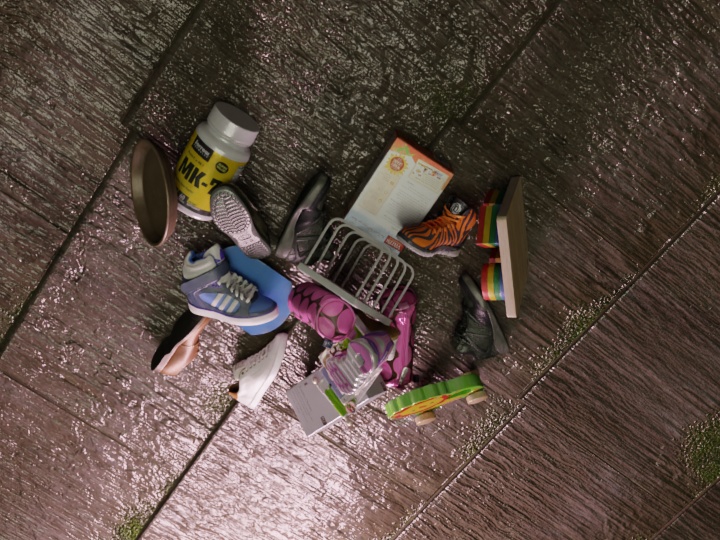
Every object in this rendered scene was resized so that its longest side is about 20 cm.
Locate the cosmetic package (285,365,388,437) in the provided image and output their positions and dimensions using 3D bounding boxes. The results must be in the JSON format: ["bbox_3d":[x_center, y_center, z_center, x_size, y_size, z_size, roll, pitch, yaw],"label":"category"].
[{"bbox_3d":[-0.050,0.251,1.755,0.199,0.081,0.114,-39,74,34],"label":"cosmetic package"}]

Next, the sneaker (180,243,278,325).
[{"bbox_3d":[-0.260,0.021,1.662,0.196,0.081,0.149,8,121,12],"label":"sneaker"}]

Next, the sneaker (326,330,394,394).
[{"bbox_3d":[0.004,0.168,1.586,0.081,0.088,0.200,53,147,6],"label":"sneaker"}]

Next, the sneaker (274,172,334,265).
[{"bbox_3d":[-0.082,-0.093,1.640,0.113,0.077,0.201,22,117,-10],"label":"sneaker"}]

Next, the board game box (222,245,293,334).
[{"bbox_3d":[-0.231,0.036,1.734,0.198,0.039,0.159,34,116,-7],"label":"board game box"}]

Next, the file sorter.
[{"bbox_3d":[0.000,0.000,1.591,0.138,0.200,0.126,31,89,25],"label":"file sorter"}]

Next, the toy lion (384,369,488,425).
[{"bbox_3d":[0.153,0.262,1.743,0.197,0.192,0.070,-24,71,11],"label":"toy lion"}]

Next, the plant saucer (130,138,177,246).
[{"bbox_3d":[-0.389,-0.147,1.587,0.029,0.200,0.204,-10,121,-33],"label":"plant saucer"}]

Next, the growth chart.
[{"bbox_3d":[-0.025,0.189,1.666,0.144,0.018,0.202,42,120,23],"label":"growth chart"}]

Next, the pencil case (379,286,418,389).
[{"bbox_3d":[0.078,0.140,1.730,0.089,0.094,0.204,-2,115,-3],"label":"pencil case"}]

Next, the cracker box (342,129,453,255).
[{"bbox_3d":[0.071,-0.149,1.625,0.133,0.058,0.201,30,111,-12],"label":"cracker box"}]

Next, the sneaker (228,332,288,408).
[{"bbox_3d":[-0.223,0.206,1.790,0.084,0.073,0.202,26,115,-13],"label":"sneaker"}]

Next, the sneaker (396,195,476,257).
[{"bbox_3d":[0.149,-0.091,1.599,0.077,0.199,0.113,40,113,27],"label":"sneaker"}]

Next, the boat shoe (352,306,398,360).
[{"bbox_3d":[-0.006,0.127,1.695,0.070,0.198,0.071,-17,120,-39],"label":"boat shoe"}]

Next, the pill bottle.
[{"bbox_3d":[-0.277,-0.206,1.580,0.113,0.115,0.201,29,112,-12],"label":"pill bottle"}]

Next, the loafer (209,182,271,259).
[{"bbox_3d":[-0.230,-0.102,1.606,0.074,0.071,0.201,-12,142,10],"label":"loafer"}]

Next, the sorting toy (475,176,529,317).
[{"bbox_3d":[0.267,-0.047,1.596,0.068,0.199,0.203,-1,116,19],"label":"sorting toy"}]

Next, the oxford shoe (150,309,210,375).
[{"bbox_3d":[-0.365,0.147,1.780,0.071,0.072,0.200,26,120,-30],"label":"oxford shoe"}]

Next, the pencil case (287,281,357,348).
[{"bbox_3d":[-0.075,0.081,1.624,0.093,0.200,0.092,32,89,-23],"label":"pencil case"}]

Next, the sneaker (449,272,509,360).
[{"bbox_3d":[0.223,0.105,1.727,0.113,0.077,0.201,-24,117,6],"label":"sneaker"}]
